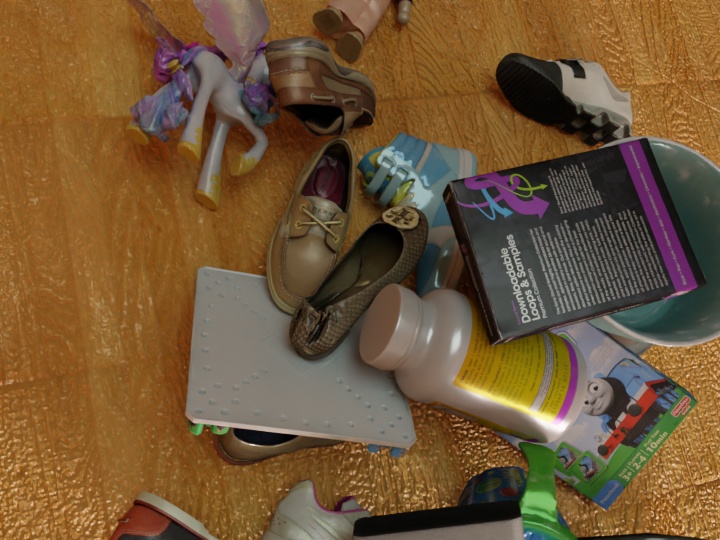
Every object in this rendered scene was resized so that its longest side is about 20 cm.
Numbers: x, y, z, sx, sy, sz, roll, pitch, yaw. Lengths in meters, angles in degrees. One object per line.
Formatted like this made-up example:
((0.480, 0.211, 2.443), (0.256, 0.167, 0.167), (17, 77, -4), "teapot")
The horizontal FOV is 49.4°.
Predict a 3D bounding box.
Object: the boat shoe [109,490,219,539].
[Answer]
((-0.125, 0.268, 0.675), (0.198, 0.071, 0.063), (32, 54, -2), "boat shoe")

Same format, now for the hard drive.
((0.077, 0.295, 0.659), (0.137, 0.033, 0.203), (-8, 104, 7), "hard drive")

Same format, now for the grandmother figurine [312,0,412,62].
((0.018, -0.347, 0.931), (0.122, 0.060, 0.201), (50, 58, -29), "grandmother figurine")

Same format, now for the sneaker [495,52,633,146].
((0.253, -0.227, 0.966), (0.198, 0.074, 0.090), (24, 67, -21), "sneaker")

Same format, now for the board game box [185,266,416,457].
((-0.059, 0.081, 0.725), (0.197, 0.026, 0.201), (10, 35, -16), "board game box")

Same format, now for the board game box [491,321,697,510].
((0.222, 0.133, 0.815), (0.199, 0.037, 0.152), (35, 103, -4), "board game box")

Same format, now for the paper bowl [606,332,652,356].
((0.260, 0.004, 0.876), (0.197, 0.104, 0.204), (5, 73, -17), "paper bowl")

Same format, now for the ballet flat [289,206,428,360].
((0.000, 0.000, 0.738), (0.067, 0.047, 0.200), (21, 55, 34), "ballet flat")

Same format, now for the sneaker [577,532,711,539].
((0.295, 0.329, 0.803), (0.196, 0.076, 0.116), (0, 75, -16), "sneaker")

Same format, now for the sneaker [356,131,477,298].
((0.050, -0.059, 0.838), (0.129, 0.080, 0.203), (19, 59, -15), "sneaker")

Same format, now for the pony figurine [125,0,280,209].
((-0.151, -0.196, 0.788), (0.193, 0.165, 0.202), (44, 56, -37), "pony figurine")

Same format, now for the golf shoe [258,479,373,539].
((0.005, 0.265, 0.724), (0.198, 0.075, 0.092), (28, 63, -10), "golf shoe")

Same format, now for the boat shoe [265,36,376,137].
((-0.038, -0.171, 0.801), (0.075, 0.199, 0.073), (-6, 83, 25), "boat shoe")

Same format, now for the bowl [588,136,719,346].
((0.269, -0.015, 0.765), (0.197, 0.105, 0.204), (3, 72, -8), "bowl")

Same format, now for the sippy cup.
((0.139, 0.255, 0.728), (0.177, 0.131, 0.140), (-41, 98, 15), "sippy cup")

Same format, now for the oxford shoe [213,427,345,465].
((-0.039, 0.136, 0.746), (0.198, 0.074, 0.072), (-20, 80, -23), "oxford shoe")

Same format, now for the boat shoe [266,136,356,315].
((-0.046, -0.052, 0.788), (0.073, 0.067, 0.203), (16, 56, -13), "boat shoe")

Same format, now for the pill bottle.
((0.101, 0.081, 0.712), (0.198, 0.104, 0.106), (23, 67, -21), "pill bottle")

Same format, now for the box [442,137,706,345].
((0.184, -0.028, 0.684), (0.197, 0.036, 0.145), (-12, 74, -13), "box")
